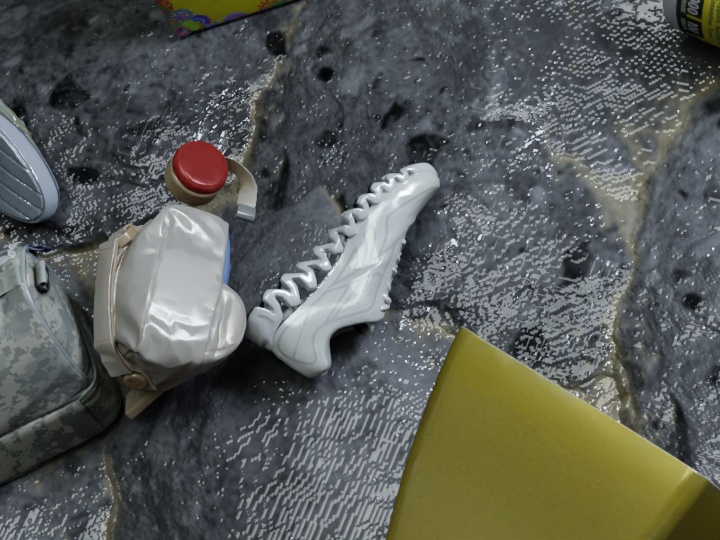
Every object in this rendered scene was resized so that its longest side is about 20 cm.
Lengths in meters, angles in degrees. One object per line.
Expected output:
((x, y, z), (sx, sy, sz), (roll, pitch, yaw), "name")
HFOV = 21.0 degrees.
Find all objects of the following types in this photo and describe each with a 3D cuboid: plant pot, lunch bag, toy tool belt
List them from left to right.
((-0.305, 0.073, 1.525), (0.200, 0.168, 0.139), (-25, 60, 3), "lunch bag")
((-0.155, 0.008, 1.540), (0.125, 0.123, 0.200), (16, 57, -19), "toy tool belt")
((0.128, 0.181, 1.331), (0.200, 0.200, 0.177), (32, 88, 28), "plant pot")

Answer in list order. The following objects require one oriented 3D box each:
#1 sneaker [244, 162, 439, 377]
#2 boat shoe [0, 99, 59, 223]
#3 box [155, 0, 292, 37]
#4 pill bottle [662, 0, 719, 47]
((0.000, 0.000, 1.531), (0.081, 0.075, 0.200), (41, 78, 9), "sneaker")
((-0.320, -0.121, 1.688), (0.200, 0.062, 0.072), (45, 128, 17), "boat shoe")
((-0.098, -0.339, 1.696), (0.200, 0.122, 0.193), (-17, 59, 9), "box")
((0.343, -0.205, 1.494), (0.200, 0.112, 0.113), (27, 75, 28), "pill bottle")
